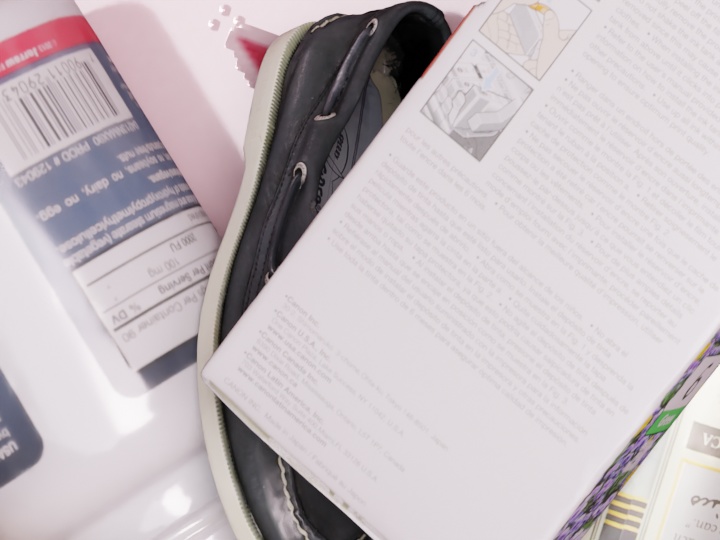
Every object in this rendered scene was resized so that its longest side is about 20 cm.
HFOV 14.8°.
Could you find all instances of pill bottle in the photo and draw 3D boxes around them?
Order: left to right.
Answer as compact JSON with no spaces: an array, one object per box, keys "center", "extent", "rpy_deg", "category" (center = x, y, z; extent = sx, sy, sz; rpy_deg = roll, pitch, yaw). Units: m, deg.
[{"center":[-0.094,0.023,0.891],"extent":[0.119,0.120,0.200],"rpy_deg":[-32,89,9],"category":"pill bottle"}]

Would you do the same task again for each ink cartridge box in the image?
[{"center":[0.058,-0.013,0.761],"extent":[0.109,0.050,0.200],"rpy_deg":[41,103,15],"category":"ink cartridge box"}]

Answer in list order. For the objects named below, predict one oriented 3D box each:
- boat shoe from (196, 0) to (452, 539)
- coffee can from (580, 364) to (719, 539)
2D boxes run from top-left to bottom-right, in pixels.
[{"center":[0.002,0.001,0.856],"extent":[0.066,0.200,0.074],"rpy_deg":[-24,134,39],"category":"boat shoe"},{"center":[0.096,0.055,0.851],"extent":[0.146,0.146,0.201],"rpy_deg":[18,95,7],"category":"coffee can"}]
